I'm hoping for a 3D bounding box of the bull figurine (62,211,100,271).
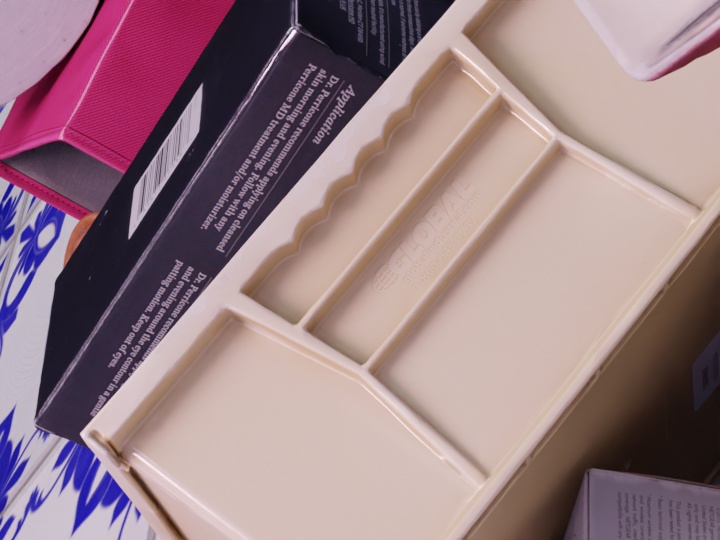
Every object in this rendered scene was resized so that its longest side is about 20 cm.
[{"bbox_3d":[-0.070,0.056,1.074,0.065,0.200,0.122,-27,-28,-43],"label":"bull figurine"}]

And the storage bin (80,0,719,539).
[{"bbox_3d":[0.042,0.031,0.641,0.199,0.093,0.200,-50,-22,-14],"label":"storage bin"}]

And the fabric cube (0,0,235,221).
[{"bbox_3d":[-0.044,-0.099,1.115,0.200,0.199,0.196,-64,17,-11],"label":"fabric cube"}]

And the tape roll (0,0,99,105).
[{"bbox_3d":[-0.212,-0.170,1.033,0.201,0.199,0.066,-56,19,20],"label":"tape roll"}]

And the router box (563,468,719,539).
[{"bbox_3d":[0.060,0.183,0.561,0.201,0.048,0.180,-84,5,-48],"label":"router box"}]

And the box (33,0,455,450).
[{"bbox_3d":[0.000,0.000,0.876,0.200,0.181,0.104,-53,20,26],"label":"box"}]

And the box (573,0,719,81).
[{"bbox_3d":[0.115,-0.147,0.555,0.109,0.128,0.200,-39,-7,41],"label":"box"}]
